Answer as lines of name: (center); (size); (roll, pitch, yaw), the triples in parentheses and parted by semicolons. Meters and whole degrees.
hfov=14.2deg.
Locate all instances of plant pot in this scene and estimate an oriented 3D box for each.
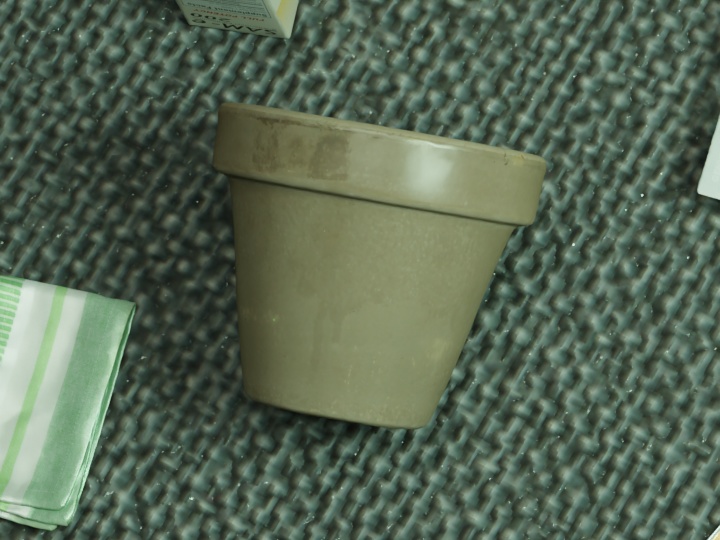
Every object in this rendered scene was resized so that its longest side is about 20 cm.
plant pot: (0.000, 0.000, 1.717); (0.200, 0.200, 0.175); (10, 91, 9)

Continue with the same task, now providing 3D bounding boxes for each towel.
towel: (-0.255, 0.070, 1.795); (0.199, 0.023, 0.153); (12, 74, 10)

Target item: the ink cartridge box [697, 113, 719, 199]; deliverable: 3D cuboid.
ink cartridge box: (0.327, -0.088, 1.778); (0.199, 0.057, 0.163); (14, 75, 18)

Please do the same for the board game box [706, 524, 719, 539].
board game box: (0.322, 0.175, 1.702); (0.200, 0.026, 0.200); (40, 81, 16)

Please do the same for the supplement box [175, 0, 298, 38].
supplement box: (-0.080, -0.240, 1.780); (0.073, 0.200, 0.126); (9, 75, 12)
